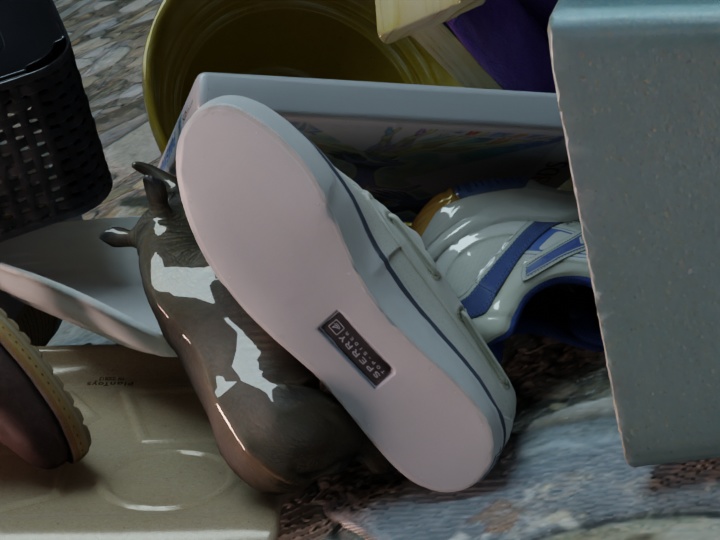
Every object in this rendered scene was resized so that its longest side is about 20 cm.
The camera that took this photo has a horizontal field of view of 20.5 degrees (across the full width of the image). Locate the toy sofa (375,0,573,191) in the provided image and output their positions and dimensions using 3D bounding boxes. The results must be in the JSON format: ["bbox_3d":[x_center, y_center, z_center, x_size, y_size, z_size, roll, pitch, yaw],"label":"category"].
[{"bbox_3d":[0.097,-0.126,1.088,0.097,0.200,0.083,-19,54,26],"label":"toy sofa"}]

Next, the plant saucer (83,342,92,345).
[{"bbox_3d":[-0.160,0.086,1.096,0.070,0.019,0.200,-26,20,-10],"label":"plant saucer"}]

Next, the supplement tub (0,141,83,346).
[{"bbox_3d":[-0.252,0.024,1.124,0.144,0.145,0.200,-11,33,32],"label":"supplement tub"}]

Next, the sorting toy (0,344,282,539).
[{"bbox_3d":[-0.126,0.094,0.946,0.185,0.037,0.200,-2,24,1],"label":"sorting toy"}]

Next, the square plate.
[{"bbox_3d":[-0.093,0.007,1.064,0.200,0.029,0.198,19,18,41],"label":"square plate"}]

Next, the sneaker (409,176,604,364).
[{"bbox_3d":[0.122,-0.001,0.953,0.200,0.075,0.088,-13,59,-19],"label":"sneaker"}]

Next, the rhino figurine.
[{"bbox_3d":[-0.057,0.021,0.915,0.087,0.200,0.060,-3,-38,-47],"label":"rhino figurine"}]

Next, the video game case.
[{"bbox_3d":[0.006,-0.055,0.979,0.199,0.022,0.182,3,-13,-12],"label":"video game case"}]

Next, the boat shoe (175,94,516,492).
[{"bbox_3d":[-0.001,0.003,0.874,0.071,0.200,0.070,-40,1,29],"label":"boat shoe"}]

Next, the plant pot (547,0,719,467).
[{"bbox_3d":[0.210,-0.050,0.794,0.199,0.196,0.196,-1,26,25],"label":"plant pot"}]

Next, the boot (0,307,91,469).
[{"bbox_3d":[-0.241,0.065,0.895,0.166,0.200,0.072,-47,-10,-23],"label":"boot"}]

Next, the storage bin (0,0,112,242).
[{"bbox_3d":[-0.246,-0.075,1.055,0.200,0.094,0.135,-18,37,-9],"label":"storage bin"}]

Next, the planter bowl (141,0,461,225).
[{"bbox_3d":[-0.034,-0.083,1.133,0.200,0.201,0.083,-32,-8,-27],"label":"planter bowl"}]

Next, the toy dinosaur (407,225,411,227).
[{"bbox_3d":[0.000,0.000,0.978,0.106,0.061,0.200,-3,34,-38],"label":"toy dinosaur"}]
